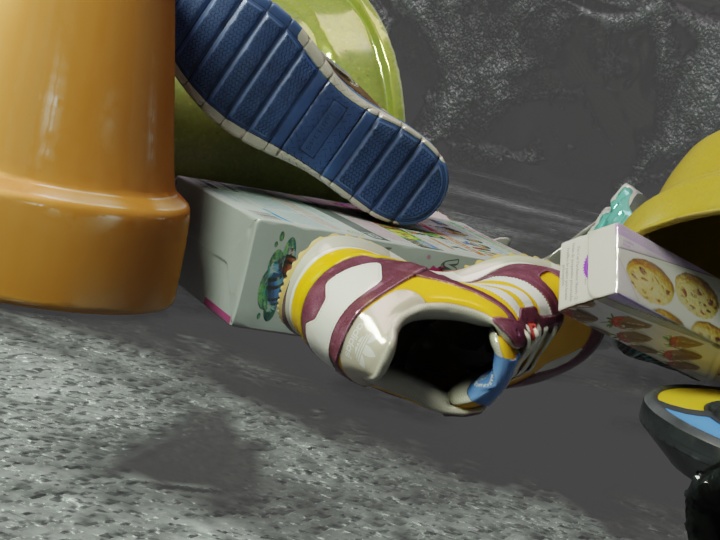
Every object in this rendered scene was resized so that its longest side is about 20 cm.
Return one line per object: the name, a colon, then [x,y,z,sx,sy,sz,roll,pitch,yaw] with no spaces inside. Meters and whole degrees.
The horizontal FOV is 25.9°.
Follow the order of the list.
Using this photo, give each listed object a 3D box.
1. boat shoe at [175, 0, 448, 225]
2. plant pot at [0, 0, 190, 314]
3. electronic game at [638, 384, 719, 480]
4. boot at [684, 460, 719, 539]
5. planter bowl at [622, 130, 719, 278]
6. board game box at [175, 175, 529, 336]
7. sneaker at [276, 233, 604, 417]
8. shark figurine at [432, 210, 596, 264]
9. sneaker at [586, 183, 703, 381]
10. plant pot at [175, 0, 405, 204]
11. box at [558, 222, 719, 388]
boat shoe: [-0.040,-0.097,0.909,0.200,0.072,0.072,40,2,-14]
plant pot: [-0.176,-0.092,0.816,0.199,0.184,0.200,13,7,-2]
electronic game: [0.228,0.089,0.729,0.199,0.042,0.200,13,7,-2]
boot: [0.179,0.066,0.562,0.167,0.077,0.200,-8,15,-27]
planter bowl: [0.222,-0.025,0.821,0.199,0.084,0.201,6,-23,3]
board game box: [0.000,0.000,0.912,0.199,0.065,0.147,8,10,-25]
sneaker: [0.058,0.037,0.756,0.199,0.075,0.090,5,25,-37]
shark figurine: [0.065,-0.039,1.173,0.213,0.090,0.128,15,8,24]
sneaker: [0.183,0.013,0.947,0.091,0.078,0.200,29,-8,22]
plant pot: [-0.101,-0.091,1.015,0.183,0.202,0.200,-5,16,-31]
box: [0.182,0.032,0.806,0.199,0.042,0.039,26,-31,-34]
